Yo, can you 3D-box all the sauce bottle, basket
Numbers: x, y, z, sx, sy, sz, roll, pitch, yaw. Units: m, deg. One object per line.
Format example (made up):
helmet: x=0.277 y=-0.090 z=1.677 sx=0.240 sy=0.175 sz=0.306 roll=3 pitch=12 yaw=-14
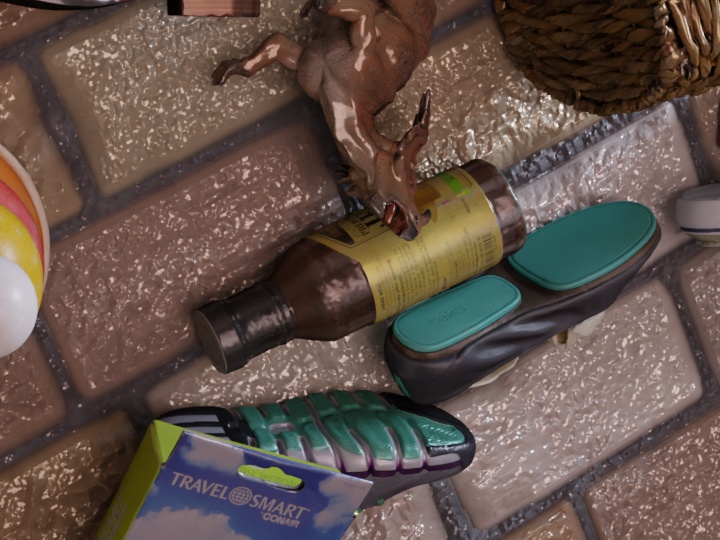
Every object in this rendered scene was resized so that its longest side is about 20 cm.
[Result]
sauce bottle: x=0.000 y=0.000 z=1.113 sx=0.199 sy=0.065 sz=0.065 roll=-26 pitch=107 yaw=-20
basket: x=0.178 y=-0.173 z=1.091 sx=0.148 sy=0.200 sz=0.144 roll=-22 pitch=105 yaw=-20

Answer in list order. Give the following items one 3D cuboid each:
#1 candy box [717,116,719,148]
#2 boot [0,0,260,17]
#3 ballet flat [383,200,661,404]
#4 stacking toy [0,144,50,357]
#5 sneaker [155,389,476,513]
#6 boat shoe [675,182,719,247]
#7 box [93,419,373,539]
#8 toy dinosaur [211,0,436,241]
candy box: x=0.342 y=-0.088 z=1.223 sx=0.198 sy=0.116 sz=0.057 roll=4 pitch=97 yaw=-25
boot: x=-0.131 y=-0.239 z=1.023 sx=0.185 sy=0.064 sz=0.202 roll=-1 pitch=98 yaw=-28
ballet flat: x=0.098 y=0.024 z=1.166 sx=0.199 sy=0.073 sz=0.074 roll=-28 pitch=108 yaw=-24
stacking toy: x=-0.204 y=0.001 z=0.949 sx=0.145 sy=0.200 sz=0.148 roll=-3 pitch=99 yaw=-23
sneaker: x=-0.032 y=0.124 z=1.127 sx=0.198 sy=0.075 sz=0.088 roll=0 pitch=117 yaw=-17
boat shoe: x=0.289 y=-0.023 z=1.235 sx=0.198 sy=0.072 sz=0.063 roll=-1 pitch=99 yaw=-26
box: x=-0.090 y=0.168 z=1.068 sx=0.121 sy=0.048 sz=0.201 roll=17 pitch=116 yaw=-25
toy dinosaur: x=0.010 y=-0.125 z=1.093 sx=0.135 sy=0.086 sz=0.201 roll=34 pitch=71 yaw=-31
